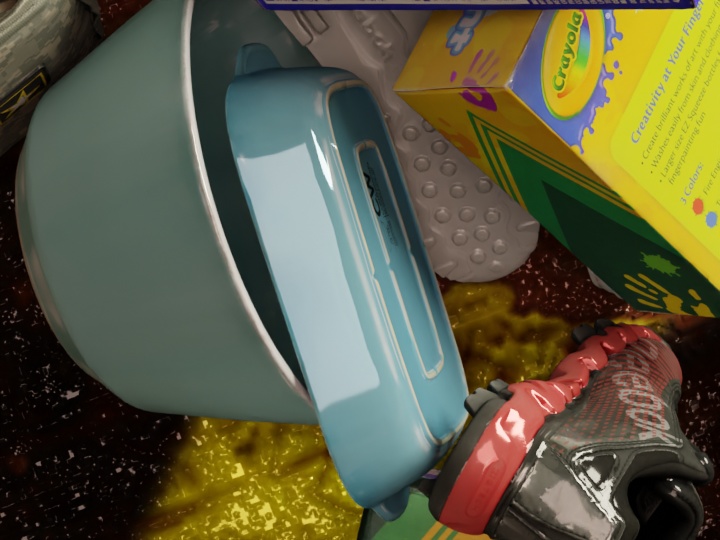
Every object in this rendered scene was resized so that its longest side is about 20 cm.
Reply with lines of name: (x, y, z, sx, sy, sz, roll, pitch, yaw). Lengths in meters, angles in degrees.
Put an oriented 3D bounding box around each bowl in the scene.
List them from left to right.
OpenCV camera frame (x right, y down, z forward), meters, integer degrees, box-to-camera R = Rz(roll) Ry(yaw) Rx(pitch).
bowl: (-0.072, -0.020, 0.871, 0.104, 0.201, 0.203, -17, 90, 18)

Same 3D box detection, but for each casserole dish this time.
casserole dish: (0.000, 0.000, 0.839, 0.038, 0.121, 0.202, -17, 94, 16)

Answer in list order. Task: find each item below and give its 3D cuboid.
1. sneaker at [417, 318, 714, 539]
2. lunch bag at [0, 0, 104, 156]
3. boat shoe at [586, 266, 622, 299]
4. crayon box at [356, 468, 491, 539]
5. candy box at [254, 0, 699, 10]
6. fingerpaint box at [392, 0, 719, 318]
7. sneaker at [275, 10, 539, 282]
sneaker: (0.103, 0.078, 0.860, 0.098, 0.200, 0.071, 33, 113, 16)
lunch bag: (-0.205, -0.097, 0.864, 0.198, 0.164, 0.119, -6, 84, -2)
boat shoe: (0.094, -0.084, 0.930, 0.069, 0.071, 0.202, -5, 101, 31)
crayon box: (0.046, 0.194, 0.911, 0.126, 0.051, 0.202, 12, 99, -1)
candy box: (0.051, -0.183, 0.781, 0.199, 0.077, 0.170, 6, 61, 36)
fingerpaint box: (0.127, -0.109, 0.855, 0.167, 0.073, 0.201, 38, 69, -33)
sneaker: (0.023, -0.088, 0.920, 0.076, 0.081, 0.201, -25, 108, 10)
